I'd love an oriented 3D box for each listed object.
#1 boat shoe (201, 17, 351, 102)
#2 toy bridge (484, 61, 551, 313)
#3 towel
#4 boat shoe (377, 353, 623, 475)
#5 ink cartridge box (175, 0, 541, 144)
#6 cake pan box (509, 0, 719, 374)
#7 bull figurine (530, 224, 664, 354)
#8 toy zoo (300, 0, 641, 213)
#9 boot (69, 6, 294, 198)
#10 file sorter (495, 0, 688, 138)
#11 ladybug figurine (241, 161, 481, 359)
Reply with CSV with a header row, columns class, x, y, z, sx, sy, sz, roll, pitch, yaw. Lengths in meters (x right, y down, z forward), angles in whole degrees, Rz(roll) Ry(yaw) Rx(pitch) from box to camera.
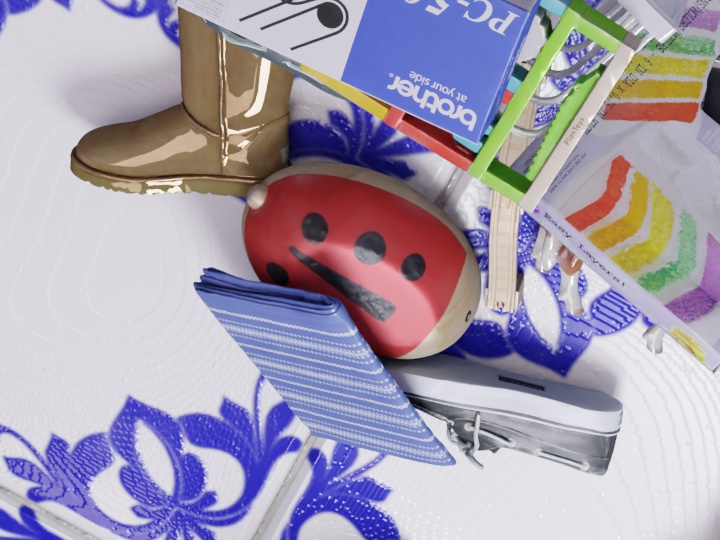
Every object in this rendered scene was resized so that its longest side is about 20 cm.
class,x,y,z,sx,sy,sz,roll,pitch,yaw
boat shoe,-0.022,-0.153,1.300,0.199,0.062,0.073,23,110,-24
toy bridge,0.108,-0.060,1.341,0.027,0.067,0.201,10,118,10
towel,-0.025,0.072,1.391,0.144,0.024,0.200,11,149,40
boat shoe,0.094,0.110,1.424,0.198,0.074,0.069,11,103,-1
ink cartridge box,-0.002,-0.160,1.095,0.199,0.044,0.094,26,126,6
cake pan box,0.221,-0.067,1.202,0.184,0.052,0.200,44,80,9
bull figurine,0.216,-0.008,1.339,0.199,0.065,0.122,29,119,0
toy zoo,0.050,-0.137,1.128,0.199,0.020,0.132,32,125,2
boot,-0.123,-0.157,1.360,0.174,0.066,0.201,3,117,0
file sorter,0.122,-0.196,1.200,0.139,0.200,0.124,43,122,-8
ladybug figurine,0.000,0.000,1.372,0.199,0.072,0.136,29,118,-19
